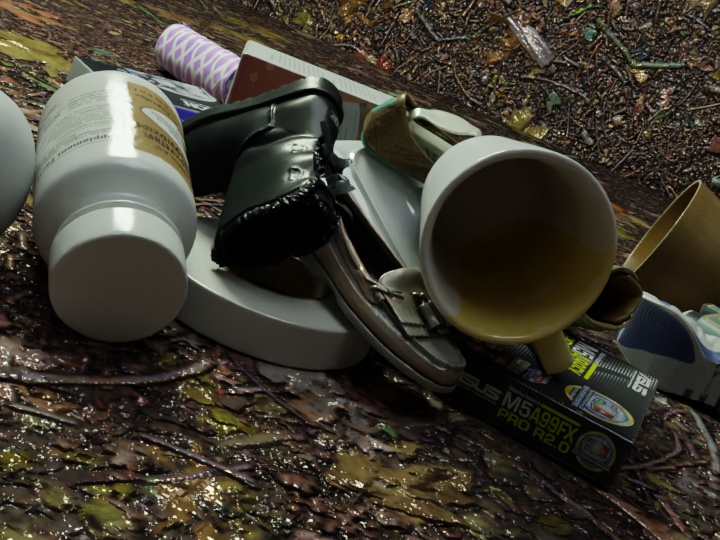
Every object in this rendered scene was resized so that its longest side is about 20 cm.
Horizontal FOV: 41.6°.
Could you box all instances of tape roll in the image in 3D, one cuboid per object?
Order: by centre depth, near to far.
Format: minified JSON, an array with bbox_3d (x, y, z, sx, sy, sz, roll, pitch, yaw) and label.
[{"bbox_3d":[-0.079,0.014,0.781,0.200,0.037,0.203,21,18,-7],"label":"tape roll"}]

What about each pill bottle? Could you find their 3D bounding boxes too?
[{"bbox_3d":[-0.176,-0.049,0.680,0.113,0.115,0.201,14,33,-26],"label":"pill bottle"}]

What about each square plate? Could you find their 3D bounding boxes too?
[{"bbox_3d":[0.063,-0.045,0.866,0.198,0.028,0.200,-9,65,-45],"label":"square plate"}]

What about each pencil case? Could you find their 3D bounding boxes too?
[{"bbox_3d":[-0.243,-0.320,1.499,0.199,0.084,0.085,36,-1,34],"label":"pencil case"}]

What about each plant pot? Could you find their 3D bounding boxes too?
[{"bbox_3d":[0.481,0.011,1.292,0.199,0.187,0.186,38,19,6],"label":"plant pot"}]

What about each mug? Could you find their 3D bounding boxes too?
[{"bbox_3d":[0.109,-0.023,0.771,0.147,0.189,0.153,6,19,-7],"label":"mug"}]

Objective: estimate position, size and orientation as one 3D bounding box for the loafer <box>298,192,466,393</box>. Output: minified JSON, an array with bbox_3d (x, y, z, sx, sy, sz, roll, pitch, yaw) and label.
[{"bbox_3d":[0.015,0.008,0.741,0.200,0.063,0.071,46,23,30],"label":"loafer"}]

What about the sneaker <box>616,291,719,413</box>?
[{"bbox_3d":[0.375,0.102,1.038,0.198,0.081,0.115,34,15,11],"label":"sneaker"}]

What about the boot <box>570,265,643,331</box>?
[{"bbox_3d":[0.233,0.023,0.988,0.198,0.074,0.154,3,0,-40],"label":"boot"}]

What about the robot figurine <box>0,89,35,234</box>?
[{"bbox_3d":[-0.321,-0.089,0.644,0.198,0.152,0.125,23,-10,4],"label":"robot figurine"}]

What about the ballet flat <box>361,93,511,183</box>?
[{"bbox_3d":[0.095,-0.095,0.856,0.199,0.072,0.068,33,42,-17],"label":"ballet flat"}]

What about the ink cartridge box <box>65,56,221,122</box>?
[{"bbox_3d":[-0.248,-0.204,1.204,0.196,0.044,0.200,8,24,-40],"label":"ink cartridge box"}]

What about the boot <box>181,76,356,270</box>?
[{"bbox_3d":[-0.094,-0.068,0.772,0.074,0.196,0.164,53,27,-39],"label":"boot"}]

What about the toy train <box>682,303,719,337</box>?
[{"bbox_3d":[0.471,0.103,1.140,0.113,0.086,0.200,-1,27,-32],"label":"toy train"}]

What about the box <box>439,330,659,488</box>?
[{"bbox_3d":[0.169,0.099,0.825,0.159,0.045,0.200,27,18,18],"label":"box"}]

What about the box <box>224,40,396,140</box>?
[{"bbox_3d":[-0.064,-0.152,1.093,0.197,0.154,0.107,19,18,-10],"label":"box"}]
